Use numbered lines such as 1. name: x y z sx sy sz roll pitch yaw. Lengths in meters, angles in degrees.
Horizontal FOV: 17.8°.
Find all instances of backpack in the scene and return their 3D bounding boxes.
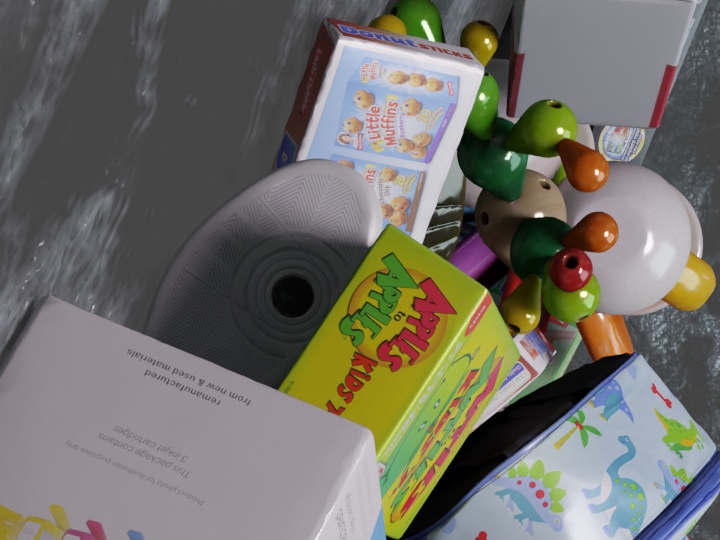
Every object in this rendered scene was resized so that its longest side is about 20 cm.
1. backpack: 0.093 0.142 1.146 0.183 0.147 0.200 -37 175 -43

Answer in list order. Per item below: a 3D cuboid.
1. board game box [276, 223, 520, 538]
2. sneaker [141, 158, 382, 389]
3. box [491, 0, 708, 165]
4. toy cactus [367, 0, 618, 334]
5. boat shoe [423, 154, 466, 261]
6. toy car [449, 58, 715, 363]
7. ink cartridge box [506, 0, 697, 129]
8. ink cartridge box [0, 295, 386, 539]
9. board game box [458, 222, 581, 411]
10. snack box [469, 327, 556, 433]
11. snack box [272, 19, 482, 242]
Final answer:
1. board game box: 0.014 0.051 0.938 0.102 0.047 0.200 -57 169 -3
2. sneaker: -0.057 0.047 0.952 0.201 0.073 0.112 -58 174 -4
3. box: 0.145 -0.143 1.451 0.201 0.044 0.160 -69 -154 19
4. toy cactus: 0.063 -0.037 1.102 0.102 0.200 0.165 -38 148 -4
5. boat shoe: 0.002 0.000 1.221 0.073 0.063 0.202 -16 131 -36
6. toy car: 0.096 -0.019 1.309 0.150 0.200 0.175 -50 169 7
7. ink cartridge box: 0.121 -0.192 1.142 0.146 0.082 0.201 89 5 -69
8. ink cartridge box: -0.089 0.138 0.757 0.129 0.125 0.201 83 31 -62
9. board game box: 0.063 0.029 1.382 0.200 0.134 0.029 -54 165 -53
10. snack box: 0.060 0.059 1.139 0.072 0.024 0.200 -41 176 6
11. snack box: -0.012 -0.009 1.017 0.201 0.072 0.024 -70 -154 21
